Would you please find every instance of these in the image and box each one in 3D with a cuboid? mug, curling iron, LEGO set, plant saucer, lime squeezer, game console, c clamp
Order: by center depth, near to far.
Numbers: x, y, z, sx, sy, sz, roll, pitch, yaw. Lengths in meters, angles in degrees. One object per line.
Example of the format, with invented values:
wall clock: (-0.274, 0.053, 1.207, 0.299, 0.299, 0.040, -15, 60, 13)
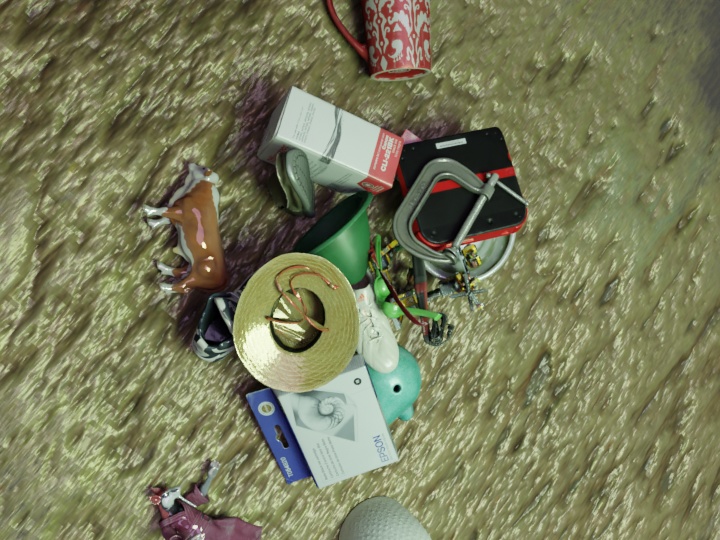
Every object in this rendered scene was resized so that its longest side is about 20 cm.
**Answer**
c clamp: (0.148, -0.088, 0.934, 0.170, 0.027, 0.201, 38, 72, 3)
curling iron: (0.103, 0.023, 0.944, 0.048, 0.026, 0.205, -9, 65, -6)
lime squeezer: (0.048, 0.027, 0.950, 0.037, 0.201, 0.072, 9, 124, -38)
game console: (0.163, -0.133, 0.979, 0.195, 0.031, 0.182, -13, 77, -12)
mug: (0.072, 0.495, 0.997, 0.148, 0.175, 0.200, -46, 105, -13)
LEGO set: (0.104, 0.007, 0.999, 0.195, 0.116, 0.158, -14, 99, 11)
mug: (0.043, -0.431, 1.025, 0.132, 0.174, 0.206, -15, 102, -55)
plant saucer: (0.178, -0.078, 1.085, 0.194, 0.050, 0.207, 0, 89, -4)

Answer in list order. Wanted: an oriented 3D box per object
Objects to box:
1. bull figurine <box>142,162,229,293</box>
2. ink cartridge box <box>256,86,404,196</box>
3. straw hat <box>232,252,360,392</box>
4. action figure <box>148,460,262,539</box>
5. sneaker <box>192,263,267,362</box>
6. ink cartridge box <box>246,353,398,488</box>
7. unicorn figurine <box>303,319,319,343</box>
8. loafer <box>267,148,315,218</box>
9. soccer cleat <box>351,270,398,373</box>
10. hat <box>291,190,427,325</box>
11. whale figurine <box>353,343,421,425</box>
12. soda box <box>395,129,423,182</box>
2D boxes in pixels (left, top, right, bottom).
bull figurine: (-0.262, -0.062, 0.928, 0.118, 0.065, 0.206, -12, 92, -16)
ink cartridge box: (-0.051, -0.193, 0.961, 0.196, 0.144, 0.086, 19, 81, -19)
straw hat: (-0.094, 0.068, 0.904, 0.195, 0.085, 0.207, -2, 102, -9)
action figure: (-0.248, 0.401, 0.938, 0.199, 0.134, 0.150, 38, 121, -4)
sneaker: (-0.177, 0.055, 0.920, 0.198, 0.130, 0.080, -38, 88, -13)
ink cartridge box: (-0.057, 0.250, 0.956, 0.195, 0.041, 0.204, -19, 116, 2)
unicorn figurine: (-0.071, 0.102, 0.979, 0.135, 0.073, 0.205, 25, 96, 24)
loafer: (-0.109, -0.123, 0.923, 0.067, 0.200, 0.077, -3, 76, 1)
soccer cleat: (0.009, 0.067, 0.979, 0.068, 0.078, 0.204, -15, 64, -14)
hat: (0.000, 0.000, 0.955, 0.164, 0.201, 0.177, -31, 108, 25)
whale figurine: (0.028, 0.221, 1.017, 0.157, 0.103, 0.204, 28, 84, -19)
soda box: (0.136, -0.149, 1.025, 0.197, 0.063, 0.071, 33, 88, -3)
